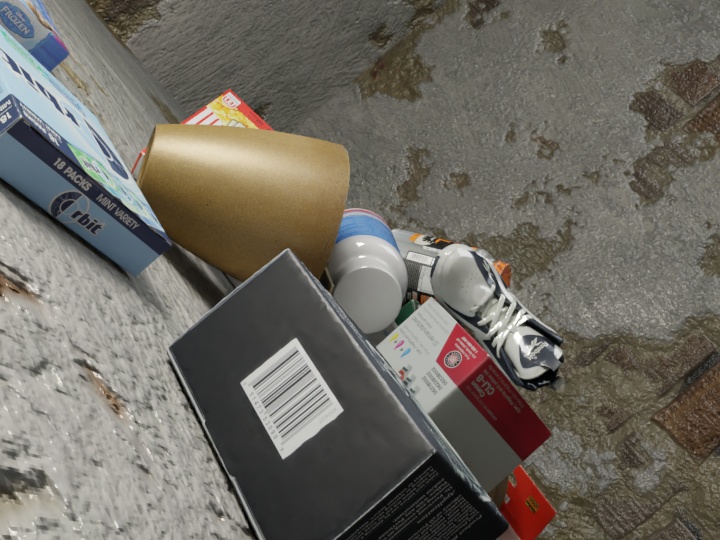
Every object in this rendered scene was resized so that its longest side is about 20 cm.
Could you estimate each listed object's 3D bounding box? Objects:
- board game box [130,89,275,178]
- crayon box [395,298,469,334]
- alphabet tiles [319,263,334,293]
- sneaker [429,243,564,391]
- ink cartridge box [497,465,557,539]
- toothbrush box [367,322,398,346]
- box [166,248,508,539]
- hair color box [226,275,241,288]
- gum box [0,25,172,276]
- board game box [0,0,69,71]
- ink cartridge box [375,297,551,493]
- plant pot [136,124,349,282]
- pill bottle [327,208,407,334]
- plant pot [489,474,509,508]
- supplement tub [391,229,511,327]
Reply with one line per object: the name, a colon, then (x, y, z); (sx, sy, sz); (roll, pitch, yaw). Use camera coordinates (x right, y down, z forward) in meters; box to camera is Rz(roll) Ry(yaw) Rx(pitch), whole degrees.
board game box: (-0.181, -0.137, 1.009); (0.151, 0.046, 0.200); (42, 44, -4)
crayon box: (0.056, 0.140, 1.154); (0.126, 0.200, 0.051); (30, 36, -30)
alphabet tiles: (-0.074, 0.014, 0.940); (0.006, 0.202, 0.167); (3, 39, -25)
sneaker: (0.162, 0.060, 0.827); (0.129, 0.079, 0.200); (31, -26, 58)
ink cartridge box: (0.169, 0.327, 1.095); (0.043, 0.175, 0.201); (-6, 44, -36)
toothbrush box: (-0.042, 0.072, 1.116); (0.086, 0.146, 0.200); (51, -1, -32)
box: (-0.013, 0.127, 0.564); (0.200, 0.123, 0.197); (51, -2, 37)
hair color box: (-0.150, -0.036, 1.076); (0.201, 0.111, 0.064); (51, 1, 7)
gum box: (-0.247, -0.108, 0.599); (0.200, 0.044, 0.170); (50, -1, 35)
board game box: (-0.443, -0.352, 0.885); (0.200, 0.043, 0.199); (51, 1, 40)
ink cartridge box: (0.067, 0.167, 0.820); (0.145, 0.200, 0.145); (48, 0, -31)
plant pot: (-0.139, -0.077, 0.822); (0.197, 0.189, 0.186); (16, 14, -21)
pill bottle: (0.000, 0.000, 0.949); (0.113, 0.112, 0.200); (51, 8, -17)
plant pot: (0.105, 0.265, 1.064); (0.092, 0.203, 0.201); (-3, 39, -37)
supplement tub: (0.124, 0.015, 1.173); (0.197, 0.124, 0.123); (15, -16, 23)
